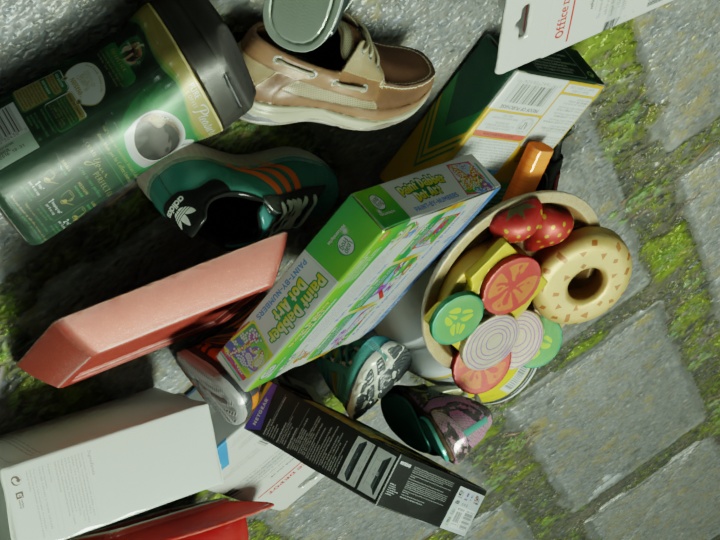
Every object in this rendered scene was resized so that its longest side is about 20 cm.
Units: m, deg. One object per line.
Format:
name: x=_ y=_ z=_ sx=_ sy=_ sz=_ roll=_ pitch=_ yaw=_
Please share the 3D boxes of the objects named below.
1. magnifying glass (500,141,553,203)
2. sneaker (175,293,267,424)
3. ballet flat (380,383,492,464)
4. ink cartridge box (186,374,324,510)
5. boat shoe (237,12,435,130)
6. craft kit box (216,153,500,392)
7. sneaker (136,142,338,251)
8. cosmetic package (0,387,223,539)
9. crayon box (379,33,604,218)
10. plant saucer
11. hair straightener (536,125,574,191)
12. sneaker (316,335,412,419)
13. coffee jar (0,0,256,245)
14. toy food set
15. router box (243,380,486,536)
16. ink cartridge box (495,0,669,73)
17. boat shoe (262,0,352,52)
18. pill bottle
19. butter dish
magnifying glass: x=0.121 y=-0.023 z=1.644 sx=0.079 sy=0.022 sz=0.201 roll=1 pitch=121 yaw=-38
sneaker: x=-0.096 y=0.066 z=1.599 sx=0.112 sy=0.078 sz=0.200 roll=-37 pitch=-168 yaw=-8
ballet flat: x=0.078 y=0.136 z=1.727 sx=0.071 sy=0.070 sz=0.200 roll=-26 pitch=-172 yaw=-12
ink cartridge box: x=-0.098 y=0.160 z=1.796 sx=0.116 sy=0.068 sz=0.200 roll=-40 pitch=151 yaw=11
boat shoe: x=-0.016 y=-0.154 z=1.402 sx=0.199 sy=0.076 sz=0.072 roll=-9 pitch=141 yaw=-41
craft kit box: x=0.000 y=0.000 z=1.518 sx=0.200 sy=0.049 sz=0.197 roll=-49 pitch=168 yaw=30
sneaker: x=-0.084 y=-0.050 z=1.475 sx=0.199 sy=0.080 sz=0.072 roll=0 pitch=136 yaw=-46
cosmetic package: x=-0.232 y=0.169 z=1.606 sx=0.199 sy=0.113 sz=0.082 roll=-15 pitch=102 yaw=-28
crayon box: x=0.104 y=-0.110 z=1.616 sx=0.125 sy=0.052 sz=0.200 roll=2 pitch=134 yaw=-47
plant saucer: x=-0.164 y=0.039 z=1.488 sx=0.199 sy=0.037 sz=0.200 roll=-22 pitch=176 yaw=-22
hair straightener: x=0.159 y=-0.042 z=1.710 sx=0.077 sy=0.041 sz=0.201 roll=-3 pitch=111 yaw=-61
sneaker: x=-0.008 y=0.089 z=1.715 sx=0.077 sy=0.080 sz=0.200 roll=-44 pitch=178 yaw=-13
coffee jar: x=-0.173 y=-0.110 z=1.288 sx=0.199 sy=0.086 sz=0.104 roll=-31 pitch=148 yaw=-4
toy food set: x=0.139 y=0.019 z=1.643 sx=0.198 sy=0.049 sz=0.200 roll=-46 pitch=139 yaw=5
router box: x=0.008 y=0.175 z=1.711 sx=0.052 sy=0.157 sz=0.200 roll=-62 pitch=150 yaw=-2
ink cartridge box: x=0.178 y=-0.245 z=1.454 sx=0.199 sy=0.068 sz=0.116 roll=-25 pitch=150 yaw=-18
boat shoe: x=-0.014 y=-0.249 z=1.274 sx=0.201 sy=0.075 sz=0.060 roll=-61 pitch=-179 yaw=24
pill bottle: x=0.088 y=0.055 z=1.784 sx=0.112 sy=0.112 sz=0.200 roll=-41 pitch=149 yaw=12
butter dish: x=-0.191 y=0.310 z=1.792 sx=0.199 sy=0.149 sz=0.199 roll=-12 pitch=175 yaw=-34
